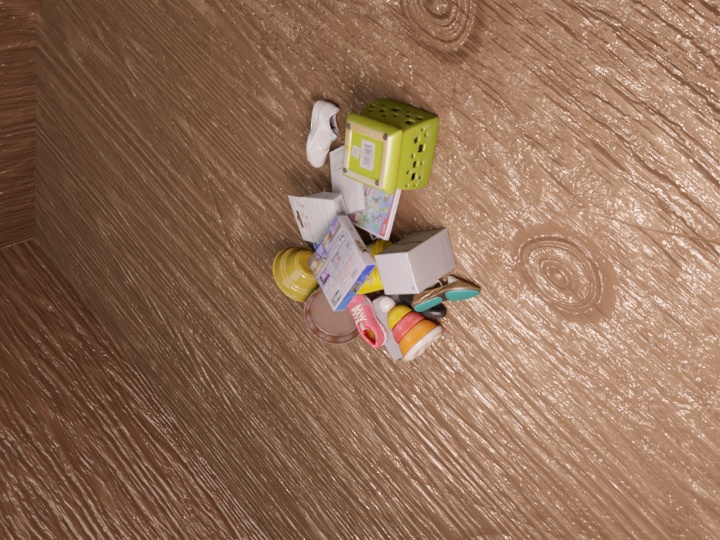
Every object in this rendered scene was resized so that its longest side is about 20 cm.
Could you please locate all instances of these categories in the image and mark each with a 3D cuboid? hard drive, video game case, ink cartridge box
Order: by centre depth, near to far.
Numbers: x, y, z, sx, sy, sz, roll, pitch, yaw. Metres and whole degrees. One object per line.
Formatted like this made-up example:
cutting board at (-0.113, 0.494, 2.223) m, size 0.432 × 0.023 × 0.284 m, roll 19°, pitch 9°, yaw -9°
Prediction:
video game case at (-0.055, -0.019, 1.598) m, size 0.201 × 0.045 × 0.182 m, roll -54°, pitch 54°, yaw 37°
video game case at (0.031, -0.183, 1.608) m, size 0.199 × 0.017 × 0.144 m, roll 30°, pitch 111°, yaw 48°
hard drive at (-0.039, -0.262, 1.663) m, size 0.131 × 0.026 × 0.202 m, roll -12°, pitch 80°, yaw 51°
ink cartridge box at (-0.117, -0.155, 1.697) m, size 0.199 × 0.047 × 0.161 m, roll 13°, pitch 131°, yaw 43°

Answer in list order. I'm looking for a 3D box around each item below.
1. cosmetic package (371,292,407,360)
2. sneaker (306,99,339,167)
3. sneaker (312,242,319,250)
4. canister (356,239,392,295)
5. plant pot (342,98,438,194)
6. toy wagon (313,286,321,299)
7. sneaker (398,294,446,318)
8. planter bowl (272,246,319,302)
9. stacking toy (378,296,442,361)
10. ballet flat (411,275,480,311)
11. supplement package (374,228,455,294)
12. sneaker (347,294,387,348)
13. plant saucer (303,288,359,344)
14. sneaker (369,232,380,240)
cosmetic package at (0.108, 0.166, 1.777) m, size 0.113 × 0.081 × 0.201 m, roll -30°, pitch 91°, yaw 46°
sneaker at (-0.104, -0.393, 1.685) m, size 0.088 × 0.075 × 0.202 m, roll 24°, pitch 124°, yaw 25°
sneaker at (-0.116, -0.120, 1.840) m, size 0.078 × 0.066 × 0.202 m, roll -13°, pitch 102°, yaw 41°
canister at (0.000, 0.000, 1.687) m, size 0.198 × 0.086 × 0.150 m, roll -15°, pitch 60°, yaw 26°
plant pot at (0.066, -0.319, 1.492) m, size 0.198 × 0.181 × 0.202 m, roll 27°, pitch 126°, yaw 29°
toy wagon at (-0.076, 0.077, 1.853) m, size 0.040 × 0.153 × 0.202 m, roll -121°, pitch 31°, yaw -55°
sneaker at (0.169, 0.060, 1.681) m, size 0.199 × 0.060 × 0.105 m, roll 26°, pitch 131°, yaw 34°
planter bowl at (-0.178, -0.005, 1.853) m, size 0.201 × 0.200 × 0.083 m, roll 55°, pitch 140°, yaw 4°
stacking toy at (0.129, 0.150, 1.668) m, size 0.200 × 0.146 × 0.146 m, roll 50°, pitch 135°, yaw 16°
ballet flat at (0.235, 0.057, 1.604) m, size 0.198 × 0.068 × 0.073 m, roll -19°, pitch 55°, yaw 20°
supplement package at (0.152, -0.026, 1.551) m, size 0.116 × 0.199 × 0.118 m, roll -3°, pitch 110°, yaw 42°
sneaker at (0.013, 0.146, 1.720) m, size 0.073 × 0.087 × 0.201 m, roll -34°, pitch 90°, yaw 19°
plant saucer at (-0.080, 0.138, 1.805) m, size 0.198 × 0.035 × 0.202 m, roll 3°, pitch 111°, yaw 7°
sneaker at (0.052, -0.182, 1.652) m, size 0.073 × 0.071 × 0.202 m, roll 8°, pitch 117°, yaw 39°
